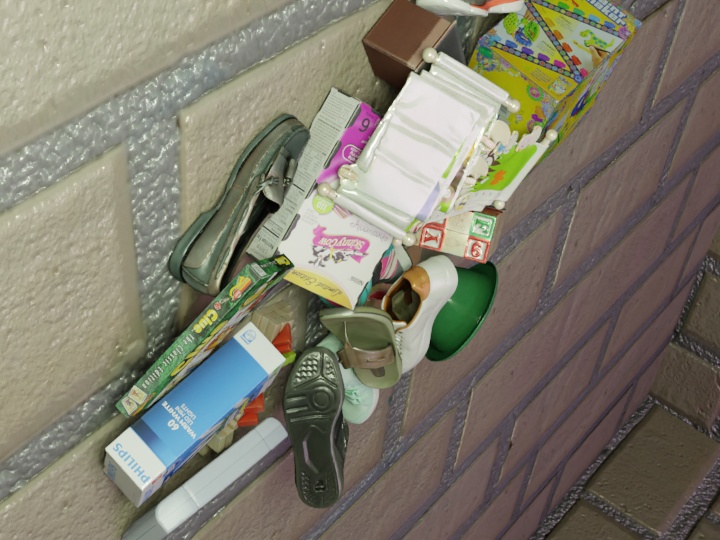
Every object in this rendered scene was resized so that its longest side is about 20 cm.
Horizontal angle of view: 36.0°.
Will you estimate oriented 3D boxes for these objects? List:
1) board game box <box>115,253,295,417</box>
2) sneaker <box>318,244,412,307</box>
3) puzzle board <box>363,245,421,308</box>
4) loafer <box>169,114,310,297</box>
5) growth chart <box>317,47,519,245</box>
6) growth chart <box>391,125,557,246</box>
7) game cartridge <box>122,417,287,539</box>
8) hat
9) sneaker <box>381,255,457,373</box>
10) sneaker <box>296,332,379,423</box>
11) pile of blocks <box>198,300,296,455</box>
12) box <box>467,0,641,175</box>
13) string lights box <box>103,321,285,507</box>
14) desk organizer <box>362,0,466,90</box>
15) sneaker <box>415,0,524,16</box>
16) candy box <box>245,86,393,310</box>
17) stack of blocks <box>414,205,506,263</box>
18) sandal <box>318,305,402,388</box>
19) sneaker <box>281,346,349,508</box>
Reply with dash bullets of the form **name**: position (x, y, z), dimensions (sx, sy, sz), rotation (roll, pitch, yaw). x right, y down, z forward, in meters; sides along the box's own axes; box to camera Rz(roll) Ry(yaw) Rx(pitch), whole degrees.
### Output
- **board game box**: position (-0.152, 0.063, 1.097), dimensions (0.200, 0.023, 0.105), rotation (-45, 172, 16)
- **sneaker**: position (0.000, 0.000, 1.340), dimensions (0.121, 0.083, 0.200), rotation (-48, 159, -12)
- **puzzle board**: position (0.033, 0.057, 1.537), dimensions (0.151, 0.017, 0.201), rotation (-46, 155, -40)
- **loafer**: position (-0.104, -0.060, 1.091), dimensions (0.201, 0.063, 0.072), rotation (-54, 154, -9)
- **growth chart**: position (0.067, -0.122, 1.135), dimensions (0.144, 0.018, 0.201), rotation (35, 94, -28)
- **growth chart**: position (0.132, -0.100, 1.259), dimensions (0.199, 0.018, 0.145), rotation (-19, 151, -38)
- **game cartridge**: position (-0.176, 0.245, 1.281), dimensions (0.200, 0.041, 0.133), rotation (-36, 180, -41)
- **hat**: position (0.080, 0.018, 1.560), dimensions (0.166, 0.175, 0.200), rotation (-63, -163, -14)
- **sneaker**: position (0.047, 0.062, 1.385), dimensions (0.084, 0.073, 0.201), rotation (-17, 144, -36)
- **sneaker**: position (-0.035, 0.151, 1.462), dimensions (0.118, 0.073, 0.201), rotation (-41, 146, -37)
- **pile of blocks**: position (-0.122, 0.135, 1.290), dimensions (0.201, 0.062, 0.082), rotation (-59, 156, 4)
- **box**: position (0.217, -0.229, 1.377), dimensions (0.193, 0.122, 0.200), rotation (-42, 166, -31)
- **string lights box**: position (-0.175, 0.151, 1.163), dimensions (0.200, 0.059, 0.103), rotation (-42, 174, -24)
- **desk organizer**: position (0.070, -0.207, 1.232), dimensions (0.072, 0.077, 0.200), rotation (-52, 155, -12)
- **sneaker**: position (0.119, -0.323, 1.221), dimensions (0.200, 0.077, 0.083), rotation (-27, 122, -57)
- **candy box**: position (-0.018, -0.074, 1.186), dimensions (0.136, 0.061, 0.201), rotation (25, 97, -41)
- **stack of blocks**: position (0.123, -0.061, 1.446), dimensions (0.200, 0.114, 0.059), rotation (-27, 131, -77)
- **sandal**: position (0.008, 0.100, 1.333), dimensions (0.201, 0.079, 0.058), rotation (61, 28, -52)
- **sneaker**: position (-0.054, 0.177, 1.363), dimensions (0.114, 0.076, 0.201), rotation (-98, -177, -72)
